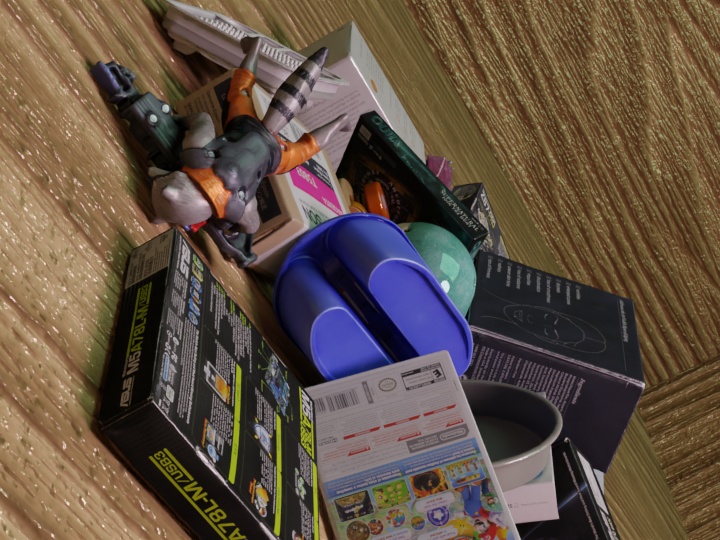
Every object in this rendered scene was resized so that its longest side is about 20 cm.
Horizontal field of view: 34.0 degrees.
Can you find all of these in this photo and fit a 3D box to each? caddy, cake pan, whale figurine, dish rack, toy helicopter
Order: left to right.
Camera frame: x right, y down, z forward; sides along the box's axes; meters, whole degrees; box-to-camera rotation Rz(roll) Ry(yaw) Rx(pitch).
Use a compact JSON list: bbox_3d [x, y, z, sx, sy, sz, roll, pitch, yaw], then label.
[{"bbox_3d":[-0.109,-0.215,1.198,0.170,0.044,0.200,30,11,9],"label":"dish rack"},{"bbox_3d":[0.000,0.000,1.264,0.132,0.078,0.203,-6,82,-82],"label":"toy helicopter"},{"bbox_3d":[0.009,0.042,1.058,0.201,0.141,0.105,52,-1,-37],"label":"caddy"},{"bbox_3d":[0.074,0.048,1.237,0.159,0.102,0.203,-62,148,-61],"label":"whale figurine"},{"bbox_3d":[0.085,0.153,1.079,0.200,0.197,0.037,-67,155,-72],"label":"cake pan"}]

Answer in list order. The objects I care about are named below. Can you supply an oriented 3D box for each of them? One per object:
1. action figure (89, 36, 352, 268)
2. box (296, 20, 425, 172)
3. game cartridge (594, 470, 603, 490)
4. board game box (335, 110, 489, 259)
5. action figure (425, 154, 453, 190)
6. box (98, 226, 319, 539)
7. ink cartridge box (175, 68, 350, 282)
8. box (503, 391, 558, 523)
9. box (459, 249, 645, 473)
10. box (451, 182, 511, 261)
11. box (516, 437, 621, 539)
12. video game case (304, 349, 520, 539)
[{"bbox_3d":[-0.112,-0.115,0.936,0.200,0.104,0.194,47,54,-17],"label":"action figure"},{"bbox_3d":[-0.007,-0.189,1.504,0.201,0.105,0.153,57,16,-23],"label":"box"},{"bbox_3d":[0.181,0.201,1.339,0.197,0.041,0.134,16,47,-9],"label":"game cartridge"},{"bbox_3d":[0.047,-0.064,1.332,0.028,0.136,0.200,-23,63,-39],"label":"board game box"},{"bbox_3d":[0.059,-0.066,1.547,0.201,0.147,0.135,-63,145,-43],"label":"action figure"},{"bbox_3d":[-0.094,0.097,0.802,0.194,0.047,0.201,57,14,-31],"label":"box"},{"bbox_3d":[-0.076,-0.073,1.113,0.166,0.074,0.200,67,14,21],"label":"ink cartridge box"},{"bbox_3d":[0.109,0.183,1.138,0.200,0.153,0.042,-70,150,-70],"label":"box"},{"bbox_3d":[0.199,0.095,1.311,0.194,0.125,0.201,17,26,2],"label":"box"},{"bbox_3d":[0.148,0.016,1.492,0.202,0.049,0.162,65,35,-30],"label":"box"},{"bbox_3d":[0.181,0.297,1.174,0.086,0.162,0.202,43,25,-53],"label":"box"},{"bbox_3d":[0.038,0.172,0.959,0.018,0.141,0.202,99,-26,-60],"label":"video game case"}]
